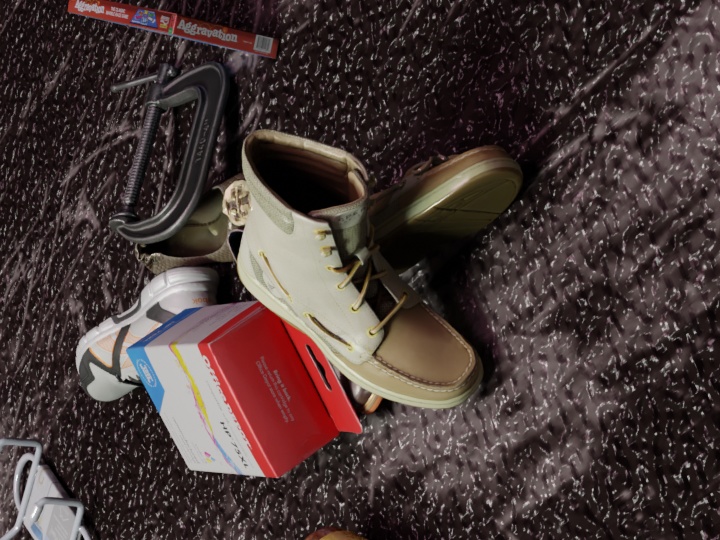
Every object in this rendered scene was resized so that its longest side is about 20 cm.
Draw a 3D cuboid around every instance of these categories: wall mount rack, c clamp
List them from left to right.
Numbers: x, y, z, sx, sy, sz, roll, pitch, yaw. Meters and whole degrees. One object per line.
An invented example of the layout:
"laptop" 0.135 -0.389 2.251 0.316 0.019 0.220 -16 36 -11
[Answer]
"wall mount rack" -0.330 0.266 1.681 0.200 0.074 0.175 40 117 50
"c clamp" -0.176 -0.105 1.537 0.170 0.027 0.202 -19 51 39

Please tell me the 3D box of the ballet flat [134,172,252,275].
"ballet flat" -0.136 -0.037 1.485 0.199 0.046 0.068 -19 69 52

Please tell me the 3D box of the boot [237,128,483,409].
"boot" 0.000 0.000 1.166 0.199 0.072 0.155 34 152 16

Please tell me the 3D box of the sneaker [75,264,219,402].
"sneaker" -0.186 0.073 1.515 0.200 0.073 0.081 -41 55 44

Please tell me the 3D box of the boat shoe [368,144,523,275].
"boat shoe" 0.039 -0.049 1.227 0.200 0.073 0.064 -36 61 54

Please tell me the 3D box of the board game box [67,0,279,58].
"board game box" -0.164 -0.211 1.503 0.199 0.102 0.020 20 98 53

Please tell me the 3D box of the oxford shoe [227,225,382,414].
"oxford shoe" -0.043 0.036 1.322 0.200 0.072 0.072 53 125 43

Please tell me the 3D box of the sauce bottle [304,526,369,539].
"sauce bottle" 0.027 0.230 1.200 0.199 0.065 0.067 13 95 56

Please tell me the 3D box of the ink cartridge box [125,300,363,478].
"ink cartridge box" -0.090 0.090 1.326 0.199 0.067 0.117 -8 112 60
